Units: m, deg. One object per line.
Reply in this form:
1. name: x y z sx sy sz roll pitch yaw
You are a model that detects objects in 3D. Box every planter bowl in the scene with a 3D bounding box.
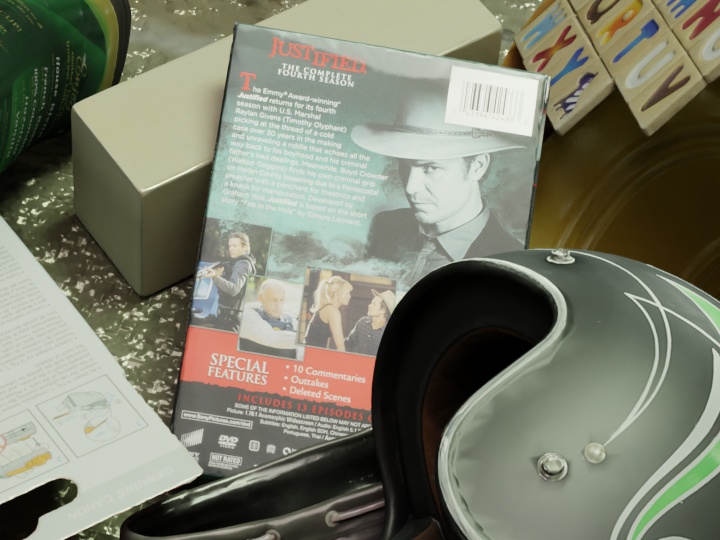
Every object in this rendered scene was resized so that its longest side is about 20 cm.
1. planter bowl: 0.141 0.020 1.099 0.083 0.200 0.201 19 41 -36

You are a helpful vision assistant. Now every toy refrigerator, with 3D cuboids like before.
1. toy refrigerator: -0.036 -0.073 1.192 0.199 0.076 0.070 -27 58 -23

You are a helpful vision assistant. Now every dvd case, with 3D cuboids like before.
1. dvd case: 0.000 0.000 1.109 0.145 0.022 0.201 8 79 -4

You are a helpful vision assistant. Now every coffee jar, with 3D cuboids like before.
1. coffee jar: -0.178 -0.091 1.143 0.104 0.086 0.200 18 22 11

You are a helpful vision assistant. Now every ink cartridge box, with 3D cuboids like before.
1. ink cartridge box: -0.182 0.068 1.066 0.162 0.057 0.200 -24 52 -23

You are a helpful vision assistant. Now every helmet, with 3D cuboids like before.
1. helmet: 0.083 0.092 0.933 0.199 0.201 0.191 20 46 11

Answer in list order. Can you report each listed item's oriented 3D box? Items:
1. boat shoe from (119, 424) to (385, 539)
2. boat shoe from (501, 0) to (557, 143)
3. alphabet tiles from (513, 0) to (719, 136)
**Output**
1. boat shoe: -0.004 0.090 1.041 0.199 0.057 0.067 -26 22 -7
2. boat shoe: 0.146 -0.129 1.254 0.070 0.070 0.200 33 75 38
3. alphabet tiles: 0.144 -0.126 1.126 0.167 0.008 0.200 -41 20 12
